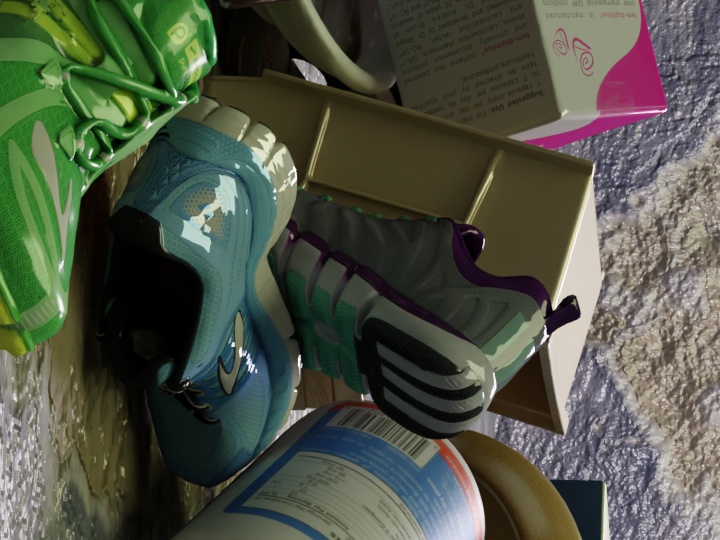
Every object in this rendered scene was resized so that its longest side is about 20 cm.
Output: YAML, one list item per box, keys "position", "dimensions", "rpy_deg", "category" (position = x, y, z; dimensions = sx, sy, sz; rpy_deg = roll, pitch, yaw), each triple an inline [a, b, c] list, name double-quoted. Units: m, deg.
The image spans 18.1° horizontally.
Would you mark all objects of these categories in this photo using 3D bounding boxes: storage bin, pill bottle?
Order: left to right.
- position: [-0.031, 0.143, 0.980]
  dimensions: [0.200, 0.112, 0.112]
  rpy_deg: [-40, 132, -57]
  category: "pill bottle"
- position: [0.019, -0.008, 1.146]
  dimensions: [0.200, 0.198, 0.094]
  rpy_deg: [63, 44, -73]
  category: "storage bin"

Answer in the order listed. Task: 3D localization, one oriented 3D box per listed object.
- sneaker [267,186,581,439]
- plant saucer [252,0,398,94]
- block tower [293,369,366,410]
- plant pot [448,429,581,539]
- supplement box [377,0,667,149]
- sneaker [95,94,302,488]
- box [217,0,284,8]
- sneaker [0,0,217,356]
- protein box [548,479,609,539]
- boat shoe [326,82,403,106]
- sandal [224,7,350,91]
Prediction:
- position: [0.000, 0.000, 0.992]
  dimensions: [0.088, 0.200, 0.074]
  rpy_deg: [-34, 141, -30]
  category: "sneaker"
- position: [-0.035, -0.183, 1.160]
  dimensions: [0.200, 0.050, 0.200]
  rpy_deg: [-14, 90, -71]
  category: "plant saucer"
- position: [-0.015, 0.015, 1.400]
  dimensions: [0.200, 0.054, 0.058]
  rpy_deg: [-75, 163, -60]
  category: "block tower"
- position: [0.012, 0.162, 1.095]
  dimensions: [0.027, 0.200, 0.200]
  rpy_deg: [48, 40, -55]
  category: "plant pot"
- position: [0.073, -0.163, 1.179]
  dimensions: [0.101, 0.103, 0.200]
  rpy_deg: [-7, 81, -49]
  category: "supplement box"
- position: [-0.079, 0.023, 0.936]
  dimensions: [0.090, 0.078, 0.200]
  rpy_deg: [-50, 152, -37]
  category: "sneaker"
- position: [0.030, -0.222, 0.994]
  dimensions: [0.166, 0.200, 0.164]
  rpy_deg: [-28, 103, -71]
  category: "box"
- position: [-0.090, -0.067, 0.724]
  dimensions: [0.074, 0.083, 0.200]
  rpy_deg: [79, 14, -56]
  category: "sneaker"
- position: [0.036, 0.231, 1.235]
  dimensions: [0.135, 0.198, 0.200]
  rpy_deg: [78, 15, -56]
  category: "protein box"
- position: [0.019, -0.102, 1.303]
  dimensions: [0.201, 0.063, 0.074]
  rpy_deg: [-121, -152, -62]
  category: "boat shoe"
- position: [-0.034, -0.102, 1.257]
  dimensions: [0.200, 0.055, 0.082]
  rpy_deg: [73, 18, -64]
  category: "sandal"
